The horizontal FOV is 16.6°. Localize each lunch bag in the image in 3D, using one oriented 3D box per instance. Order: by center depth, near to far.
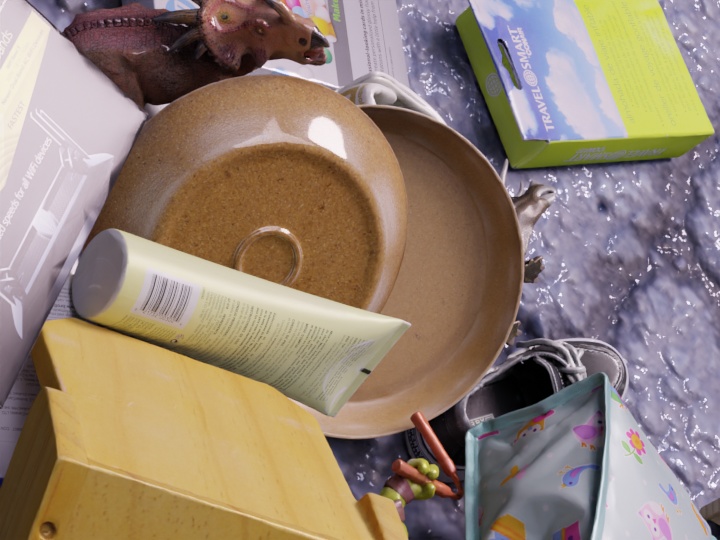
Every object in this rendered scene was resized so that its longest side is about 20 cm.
[{"bbox_3d":[0.138,0.194,1.433,0.171,0.121,0.201,52,26,-32],"label":"lunch bag"}]

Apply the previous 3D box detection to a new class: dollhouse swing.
[{"bbox_3d":[-0.103,0.145,1.251,0.199,0.176,0.183,20,93,-25],"label":"dollhouse swing"}]

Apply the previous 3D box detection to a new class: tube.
[{"bbox_3d":[-0.067,0.030,1.365,0.199,0.058,0.052,21,70,-37],"label":"tube"}]

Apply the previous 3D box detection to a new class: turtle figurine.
[{"bbox_3d":[0.016,0.174,1.411,0.161,0.064,0.202,29,54,-67],"label":"turtle figurine"}]

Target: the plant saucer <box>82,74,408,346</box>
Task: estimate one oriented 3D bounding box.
[{"bbox_3d":[-0.058,-0.010,1.402,0.199,0.201,0.035,21,12,-29],"label":"plant saucer"}]

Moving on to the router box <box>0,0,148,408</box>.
[{"bbox_3d":[-0.210,-0.050,1.240,0.157,0.052,0.201,44,50,-27],"label":"router box"}]

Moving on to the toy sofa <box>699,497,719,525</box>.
[{"bbox_3d":[0.307,0.226,1.617,0.082,0.097,0.201,4,61,-38],"label":"toy sofa"}]

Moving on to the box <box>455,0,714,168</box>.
[{"bbox_3d":[0.153,-0.137,1.751,0.199,0.048,0.123,-5,67,-42],"label":"box"}]

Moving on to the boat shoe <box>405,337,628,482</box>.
[{"bbox_3d":[0.115,0.077,1.569,0.198,0.068,0.074,-10,71,-43],"label":"boat shoe"}]

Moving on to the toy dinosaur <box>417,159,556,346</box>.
[{"bbox_3d":[0.049,-0.003,1.569,0.199,0.078,0.102,-11,33,-32],"label":"toy dinosaur"}]

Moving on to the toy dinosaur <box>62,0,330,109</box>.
[{"bbox_3d":[-0.120,-0.127,1.419,0.198,0.136,0.086,-12,68,-2],"label":"toy dinosaur"}]

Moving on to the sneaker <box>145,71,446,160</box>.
[{"bbox_3d":[-0.039,-0.095,1.515,0.199,0.115,0.074,18,55,-29],"label":"sneaker"}]

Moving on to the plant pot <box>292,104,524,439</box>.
[{"bbox_3d":[0.000,0.000,1.475,0.198,0.027,0.202,-2,100,-14],"label":"plant pot"}]

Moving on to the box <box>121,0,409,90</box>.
[{"bbox_3d":[-0.065,-0.183,1.603,0.199,0.041,0.157,12,56,-33],"label":"box"}]

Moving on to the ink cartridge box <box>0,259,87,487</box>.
[{"bbox_3d":[-0.213,0.062,1.296,0.136,0.076,0.201,7,58,-35],"label":"ink cartridge box"}]
